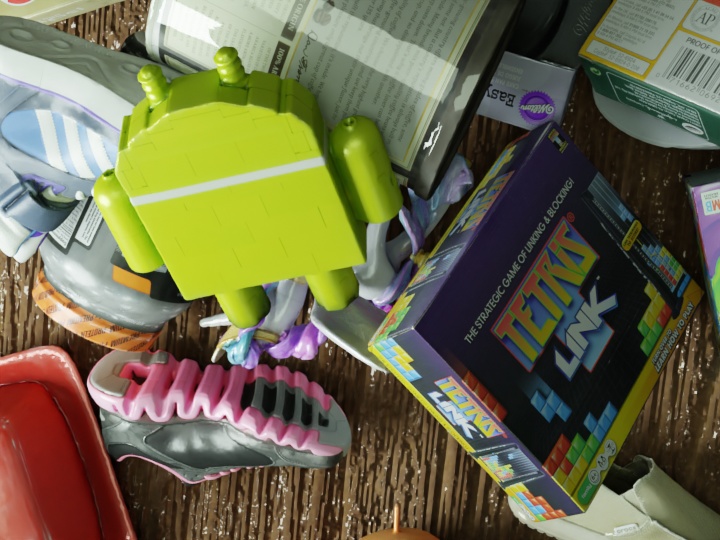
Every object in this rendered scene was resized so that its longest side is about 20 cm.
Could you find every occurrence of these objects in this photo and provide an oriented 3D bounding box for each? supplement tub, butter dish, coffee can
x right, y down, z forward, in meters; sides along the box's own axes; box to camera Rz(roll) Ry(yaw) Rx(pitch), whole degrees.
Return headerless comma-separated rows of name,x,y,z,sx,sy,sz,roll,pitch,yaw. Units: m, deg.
supplement tub,-0.147,-0.053,1.032,0.121,0.123,0.202,28,103,5
butter dish,-0.288,0.181,1.077,0.197,0.148,0.203,-17,95,12
coffee can,-0.013,-0.154,0.916,0.198,0.146,0.148,27,102,3

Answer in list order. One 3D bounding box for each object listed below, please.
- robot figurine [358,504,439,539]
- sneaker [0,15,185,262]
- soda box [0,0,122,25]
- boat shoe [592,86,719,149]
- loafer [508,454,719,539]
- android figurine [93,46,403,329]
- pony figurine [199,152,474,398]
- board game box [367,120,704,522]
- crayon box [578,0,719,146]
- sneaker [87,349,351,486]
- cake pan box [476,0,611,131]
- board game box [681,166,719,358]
robot figurine,0.038,0.272,1.050,0.143,0.116,0.202,-23,95,55
sneaker,-0.174,-0.062,0.946,0.198,0.081,0.148,23,118,2
soda box,-0.259,-0.202,1.056,0.197,0.068,0.065,-15,95,12
boat shoe,0.255,-0.114,0.980,0.198,0.070,0.072,6,94,31
loafer,0.203,0.170,1.028,0.197,0.076,0.069,17,107,8
android figurine,-0.070,-0.047,0.874,0.180,0.041,0.201,-12,134,13
pony figurine,0.000,0.000,1.013,0.191,0.166,0.202,23,90,17
board game box,0.120,0.030,0.953,0.165,0.201,0.056,46,146,-15
crayon box,0.246,-0.182,0.934,0.125,0.052,0.201,30,81,34
sneaker,-0.104,0.120,1.085,0.197,0.079,0.096,12,122,8
cake pan box,0.071,-0.202,0.980,0.198,0.052,0.186,19,124,7
board game box,0.287,0.028,0.978,0.103,0.103,0.203,-12,96,11
